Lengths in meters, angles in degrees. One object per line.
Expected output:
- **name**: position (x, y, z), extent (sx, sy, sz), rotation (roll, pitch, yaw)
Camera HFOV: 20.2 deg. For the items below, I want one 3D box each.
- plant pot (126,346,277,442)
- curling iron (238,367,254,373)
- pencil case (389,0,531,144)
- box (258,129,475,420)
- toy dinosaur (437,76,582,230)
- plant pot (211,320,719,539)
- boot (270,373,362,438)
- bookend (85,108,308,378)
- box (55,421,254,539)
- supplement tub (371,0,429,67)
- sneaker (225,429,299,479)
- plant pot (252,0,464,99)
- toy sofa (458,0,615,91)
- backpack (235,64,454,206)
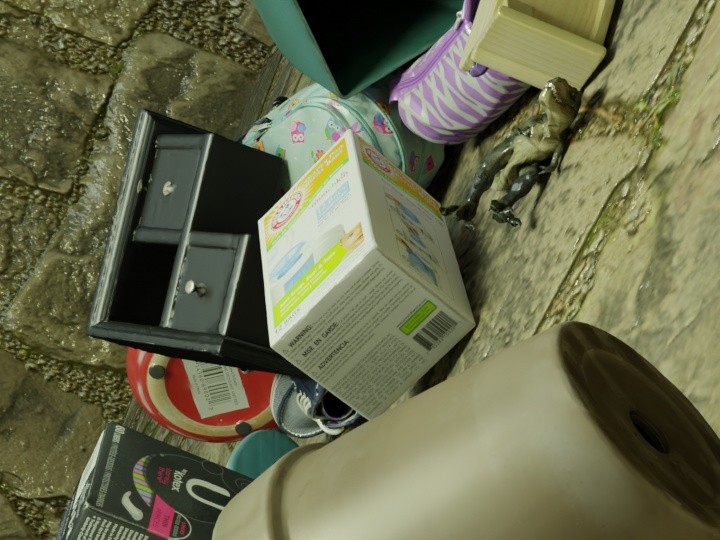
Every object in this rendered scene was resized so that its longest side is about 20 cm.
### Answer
- **plant pot**: position (-0.132, 0.053, 1.966), extent (0.183, 0.200, 0.201), rotation (-101, 34, -57)
- **curling iron**: position (-0.055, 0.058, 1.752), extent (0.200, 0.050, 0.026), rotation (-34, -31, -60)
- **pencil case**: position (0.089, -0.160, 1.566), extent (0.200, 0.085, 0.084), rotation (133, 139, -68)
- **box**: position (0.000, 0.000, 1.498), extent (0.112, 0.101, 0.200), rotation (-44, 24, 18)
- **toy dinosaur**: position (0.103, -0.069, 1.413), extent (0.088, 0.047, 0.200), rotation (-55, 5, -22)
- **plant pot**: position (0.065, 0.119, 0.863), extent (0.174, 0.200, 0.200), rotation (-45, 18, 21)
- **boot**: position (-0.030, 0.100, 1.645), extent (0.200, 0.073, 0.090), rotation (-55, 10, 46)
- **bookend**: position (-0.115, -0.025, 1.648), extent (0.200, 0.092, 0.199), rotation (6, 81, 51)
- **box**: position (-0.125, 0.217, 1.521), extent (0.122, 0.200, 0.106), rotation (-88, 23, -63)
- **supplement tub**: position (0.049, -0.230, 1.825), extent (0.123, 0.122, 0.200), rotation (131, 159, -61)
- **sneaker**: position (-0.106, 0.238, 1.729), extent (0.131, 0.079, 0.200), rotation (-57, 13, 40)
- **plant pot**: position (-0.027, -0.252, 1.690), extent (0.141, 0.141, 0.200), rotation (-33, 25, -14)
- **toy sofa**: position (0.143, -0.220, 1.432), extent (0.098, 0.083, 0.200), rotation (124, 166, -63)
- **backpack**: position (-0.016, -0.090, 1.735), extent (0.127, 0.167, 0.200), rotation (-40, 4, -42)
